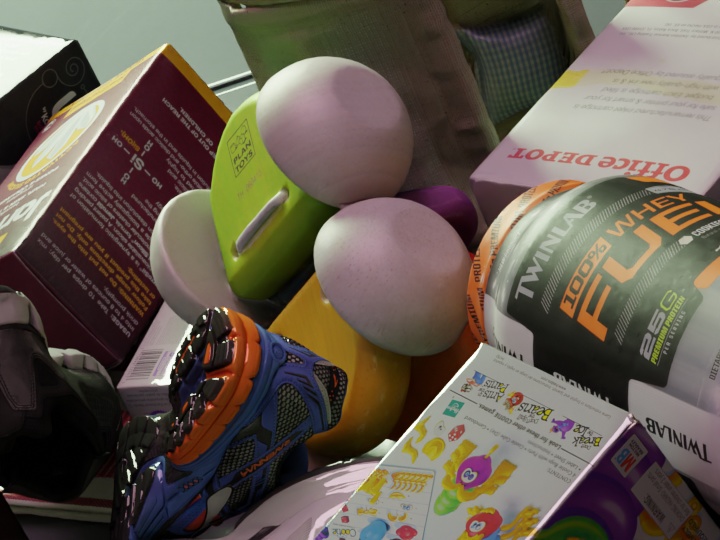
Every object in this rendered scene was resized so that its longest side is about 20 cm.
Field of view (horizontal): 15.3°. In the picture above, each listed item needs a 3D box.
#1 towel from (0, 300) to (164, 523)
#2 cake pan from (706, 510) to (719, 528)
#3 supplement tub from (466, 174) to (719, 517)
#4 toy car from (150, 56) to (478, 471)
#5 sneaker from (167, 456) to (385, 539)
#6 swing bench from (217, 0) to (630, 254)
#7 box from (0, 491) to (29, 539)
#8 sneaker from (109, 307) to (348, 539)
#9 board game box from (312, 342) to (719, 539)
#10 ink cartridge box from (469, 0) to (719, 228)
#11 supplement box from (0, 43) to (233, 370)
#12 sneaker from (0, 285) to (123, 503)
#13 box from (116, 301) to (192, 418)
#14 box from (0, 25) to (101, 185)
[{"bbox_3d":[-0.106,0.063,1.444,0.144,0.023,0.200,1,41,34],"label":"towel"},{"bbox_3d":[0.172,0.084,1.197,0.200,0.037,0.201,-18,32,12],"label":"cake pan"},{"bbox_3d":[0.141,0.031,1.144,0.122,0.123,0.200,-38,33,-20],"label":"supplement tub"},{"bbox_3d":[0.000,0.000,1.335,0.150,0.175,0.200,-1,56,-37],"label":"toy car"},{"bbox_3d":[-0.037,0.166,1.211,0.200,0.076,0.116,-22,44,10],"label":"sneaker"},{"bbox_3d":[0.048,-0.125,1.443,0.130,0.199,0.200,11,46,44],"label":"swing bench"},{"bbox_3d":[-0.281,0.139,1.281,0.164,0.200,0.166,0,38,36],"label":"box"},{"bbox_3d":[-0.067,0.095,1.261,0.200,0.078,0.076,128,152,-52],"label":"sneaker"},{"bbox_3d":[0.041,0.148,1.093,0.200,0.103,0.105,-48,36,-12],"label":"board game box"},{"bbox_3d":[0.173,-0.068,1.380,0.145,0.084,0.200,9,45,42],"label":"ink cartridge box"},{"bbox_3d":[-0.152,-0.021,1.476,0.110,0.086,0.200,-28,22,39],"label":"supplement box"},{"bbox_3d":[-0.154,0.078,1.303,0.066,0.200,0.091,-25,69,2],"label":"sneaker"},{"bbox_3d":[-0.072,0.010,1.441,0.041,0.039,0.200,-4,39,26],"label":"box"},{"bbox_3d":[-0.242,-0.041,1.598,0.200,0.122,0.106,-42,35,-27],"label":"box"}]
